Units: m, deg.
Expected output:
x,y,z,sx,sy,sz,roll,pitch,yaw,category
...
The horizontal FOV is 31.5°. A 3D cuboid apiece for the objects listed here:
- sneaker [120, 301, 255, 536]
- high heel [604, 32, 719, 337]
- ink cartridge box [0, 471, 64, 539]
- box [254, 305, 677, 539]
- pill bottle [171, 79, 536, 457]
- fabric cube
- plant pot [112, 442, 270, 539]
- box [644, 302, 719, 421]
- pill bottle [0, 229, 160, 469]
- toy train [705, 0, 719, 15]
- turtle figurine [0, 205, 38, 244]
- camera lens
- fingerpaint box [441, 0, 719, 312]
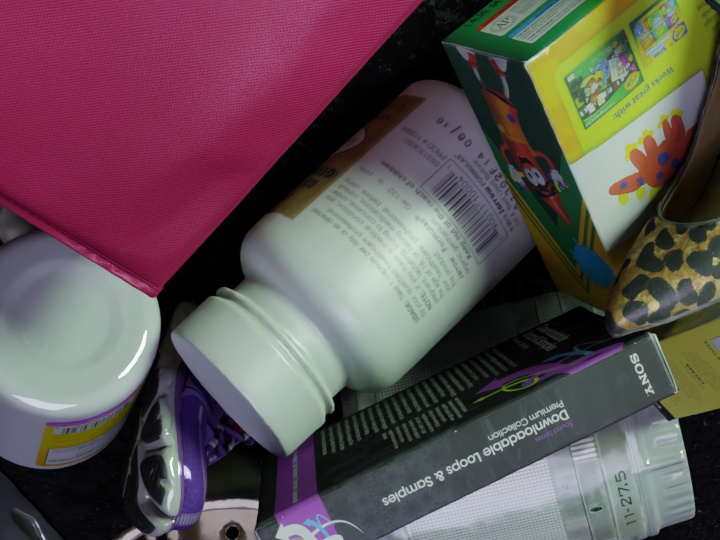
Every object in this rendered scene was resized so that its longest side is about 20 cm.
x,y,z,sx,sy,sz,roll,pitch,yaw,category
-0.086,0.080,0.745,0.083,0.200,0.081,17,116,-6,sneaker
0.157,-0.075,0.575,0.200,0.071,0.143,-41,117,-17,high heel
-0.323,0.232,0.915,0.199,0.084,0.145,-23,123,14,ink cartridge box
0.045,0.079,0.635,0.199,0.143,0.036,-27,95,-1,box
0.000,0.000,0.690,0.200,0.114,0.115,-43,123,-16,pill bottle
-0.108,-0.151,0.580,0.196,0.200,0.199,33,118,-24,fabric cube
-0.084,0.204,0.824,0.199,0.184,0.201,-1,103,-6,plant pot
0.200,0.022,0.621,0.075,0.200,0.050,-42,88,-19,box
-0.179,0.056,0.743,0.104,0.105,0.200,14,157,-12,pill bottle
0.134,-0.189,0.573,0.042,0.200,0.056,17,128,-46,toy train
-0.236,-0.038,0.669,0.194,0.200,0.144,24,109,-40,turtle figurine
0.090,0.103,0.792,0.199,0.160,0.160,-14,125,8,camera lens
0.161,-0.100,0.650,0.200,0.073,0.167,-40,124,-14,fingerpaint box
